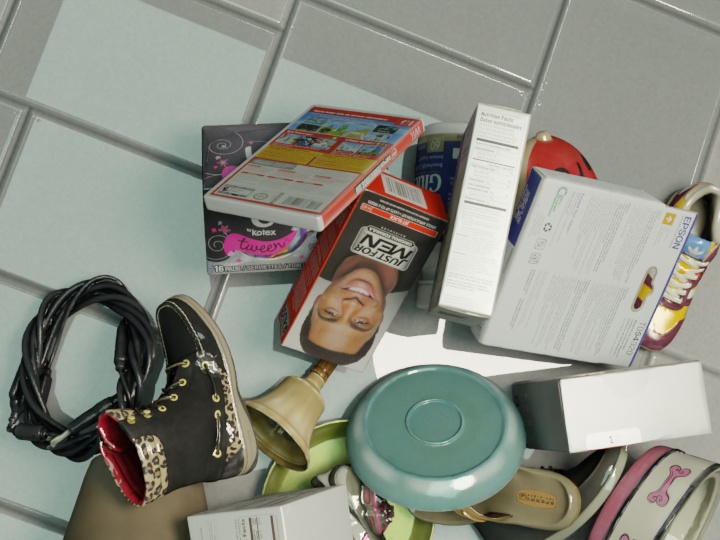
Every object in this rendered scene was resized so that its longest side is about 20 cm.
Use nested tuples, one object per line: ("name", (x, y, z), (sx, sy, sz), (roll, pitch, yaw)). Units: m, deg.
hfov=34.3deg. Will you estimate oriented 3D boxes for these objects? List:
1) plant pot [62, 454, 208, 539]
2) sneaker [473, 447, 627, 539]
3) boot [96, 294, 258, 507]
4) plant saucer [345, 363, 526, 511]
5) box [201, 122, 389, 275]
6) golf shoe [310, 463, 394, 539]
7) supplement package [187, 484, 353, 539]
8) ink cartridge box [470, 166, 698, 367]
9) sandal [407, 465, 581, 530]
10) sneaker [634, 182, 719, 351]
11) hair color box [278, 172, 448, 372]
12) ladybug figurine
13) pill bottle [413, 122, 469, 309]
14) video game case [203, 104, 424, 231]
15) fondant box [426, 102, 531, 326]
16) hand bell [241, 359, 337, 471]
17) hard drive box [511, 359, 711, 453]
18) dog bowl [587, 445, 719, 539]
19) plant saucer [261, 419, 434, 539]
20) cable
("plant pot", (-0.231, 0.286, 1.211), (0.196, 0.200, 0.176), (2, 69, -6))
("sneaker", (0.194, 0.238, 1.275), (0.106, 0.075, 0.200), (43, 114, 2))
("boot", (-0.197, 0.132, 1.180), (0.149, 0.073, 0.203), (-16, 84, -47))
("plant saucer", (0.081, 0.170, 1.260), (0.196, 0.028, 0.202), (-3, 43, 3))
("box", (-0.072, -0.082, 1.258), (0.196, 0.133, 0.116), (-4, 127, -6))
("golf shoe", (-0.005, 0.311, 1.257), (0.090, 0.073, 0.204), (-8, 80, 11))
("supplement package", (-0.078, 0.330, 1.164), (0.109, 0.155, 0.204), (-10, 84, 22))
("ink cartridge box", (0.240, 0.001, 1.259), (0.197, 0.043, 0.199), (10, 113, -24))
("sandal", (0.135, 0.240, 1.245), (0.197, 0.054, 0.082), (2, 87, 27))
("sneaker", (0.364, -0.007, 1.342), (0.074, 0.090, 0.203), (17, 83, -5))
("hair color box", (0.000, 0.000, 1.206), (0.100, 0.062, 0.202), (19, 118, -18))
("ladybug figurine", (0.228, -0.058, 1.308), (0.135, 0.071, 0.203), (-31, 114, -36))
("pill bottle", (0.110, -0.056, 1.307), (0.109, 0.111, 0.204), (6, 84, -6))
("video game case", (-0.043, -0.108, 1.163), (0.200, 0.141, 0.018), (-46, 136, -41))
("fondant box", (0.117, -0.051, 1.178), (0.057, 0.144, 0.203), (13, 84, 0))
("hand bell", (-0.041, 0.112, 1.287), (0.104, 0.104, 0.200), (41, 61, -2))
("hard drive box", (0.264, 0.147, 1.261), (0.153, 0.200, 0.078), (-7, 83, -6))
("dog bowl", (0.315, 0.281, 1.269), (0.073, 0.200, 0.201), (31, 80, 29))
("plant saucer", (-0.015, 0.269, 1.304), (0.196, 0.031, 0.204), (1, 85, -7))
("cable", (-0.294, 0.098, 1.247), (0.161, 0.051, 0.203), (10, 70, 27))
